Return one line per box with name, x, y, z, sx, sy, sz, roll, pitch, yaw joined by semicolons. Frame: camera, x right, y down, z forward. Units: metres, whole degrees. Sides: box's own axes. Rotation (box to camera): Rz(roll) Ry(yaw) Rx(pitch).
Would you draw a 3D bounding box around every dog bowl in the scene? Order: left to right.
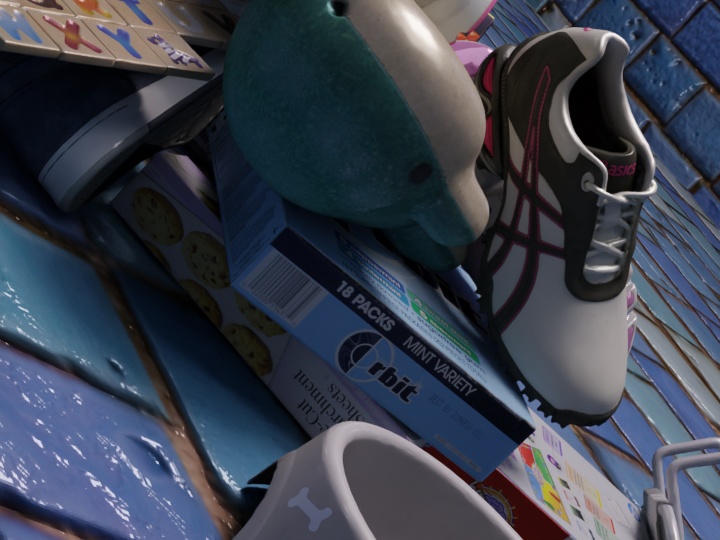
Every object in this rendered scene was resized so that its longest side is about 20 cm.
dog bowl;0.031;0.146;0.804;0.200;0.059;0.200;43;14;-13

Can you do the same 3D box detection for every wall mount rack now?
wall mount rack;0.215;0.192;1.149;0.200;0.074;0.175;16;66;-85

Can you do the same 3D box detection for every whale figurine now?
whale figurine;-0.003;-0.060;0.919;0.159;0.104;0.200;52;-9;28

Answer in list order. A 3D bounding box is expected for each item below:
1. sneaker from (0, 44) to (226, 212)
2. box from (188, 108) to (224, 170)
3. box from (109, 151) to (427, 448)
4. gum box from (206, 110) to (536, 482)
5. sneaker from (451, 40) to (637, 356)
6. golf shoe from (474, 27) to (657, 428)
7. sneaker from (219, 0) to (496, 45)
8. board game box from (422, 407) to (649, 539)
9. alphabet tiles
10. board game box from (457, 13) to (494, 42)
sneaker;-0.138;-0.125;0.981;0.146;0.077;0.202;45;31;4
box;-0.023;-0.048;1.228;0.200;0.049;0.161;45;11;-2
box;-0.046;0.024;0.968;0.200;0.041;0.039;49;14;12
gum box;0.000;0.000;0.996;0.170;0.045;0.200;39;15;-23
sneaker;0.075;-0.023;1.040;0.201;0.080;0.088;62;-29;3
golf shoe;0.105;-0.022;0.952;0.077;0.088;0.201;-7;86;-32
sneaker;-0.022;-0.178;0.971;0.199;0.082;0.088;12;-28;35
board game box;0.086;0.117;1.082;0.200;0.040;0.153;43;14;-10
alphabet tiles;-0.139;-0.145;0.921;0.200;0.008;0.167;2;38;-52
board game box;-0.007;-0.188;1.336;0.165;0.057;0.200;41;-11;-6
